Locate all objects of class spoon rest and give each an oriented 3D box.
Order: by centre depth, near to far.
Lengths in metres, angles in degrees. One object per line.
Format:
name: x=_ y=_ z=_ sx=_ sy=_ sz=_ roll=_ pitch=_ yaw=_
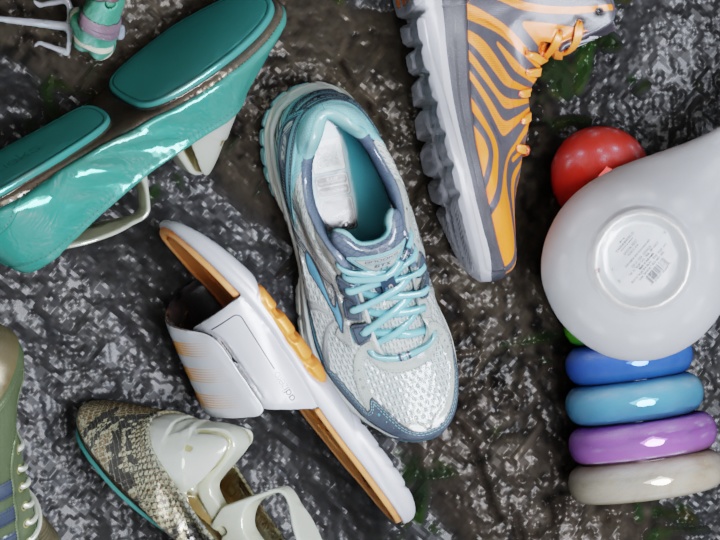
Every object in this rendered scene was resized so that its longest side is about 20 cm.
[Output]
spoon rest: x=0.179 y=-0.039 z=1.341 sx=0.099 sy=0.061 sz=0.200 roll=44 pitch=97 yaw=4

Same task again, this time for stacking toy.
stacking toy: x=0.143 y=0.022 z=1.389 sx=0.085 sy=0.085 sz=0.201 roll=-7 pitch=89 yaw=-12

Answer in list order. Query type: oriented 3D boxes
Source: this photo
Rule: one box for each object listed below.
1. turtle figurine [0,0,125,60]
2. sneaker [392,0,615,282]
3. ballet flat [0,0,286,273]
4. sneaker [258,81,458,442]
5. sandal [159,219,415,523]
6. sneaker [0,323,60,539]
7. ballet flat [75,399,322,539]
turtle figurine: x=-0.136 y=-0.182 z=1.303 sx=0.199 sy=0.101 sz=0.150 roll=-14 pitch=97 yaw=-17
sneaker: x=0.086 y=-0.099 z=1.364 sx=0.112 sy=0.078 sz=0.201 roll=-11 pitch=96 yaw=-11
ballet flat: x=-0.115 y=-0.066 z=1.332 sx=0.200 sy=0.067 sz=0.070 roll=-36 pitch=128 yaw=-14
sneaker: x=0.000 y=0.000 z=1.346 sx=0.077 sy=0.086 sz=0.200 roll=-23 pitch=98 yaw=-9
sandal: x=-0.049 y=0.065 z=1.343 sx=0.059 sy=0.079 sz=0.207 roll=-39 pitch=103 yaw=-10
sneaker: x=-0.190 y=0.116 z=1.302 sx=0.090 sy=0.067 sz=0.200 roll=17 pitch=116 yaw=-23
ballet flat: x=-0.063 y=0.126 z=1.318 sx=0.200 sy=0.068 sz=0.075 roll=51 pitch=123 yaw=14
